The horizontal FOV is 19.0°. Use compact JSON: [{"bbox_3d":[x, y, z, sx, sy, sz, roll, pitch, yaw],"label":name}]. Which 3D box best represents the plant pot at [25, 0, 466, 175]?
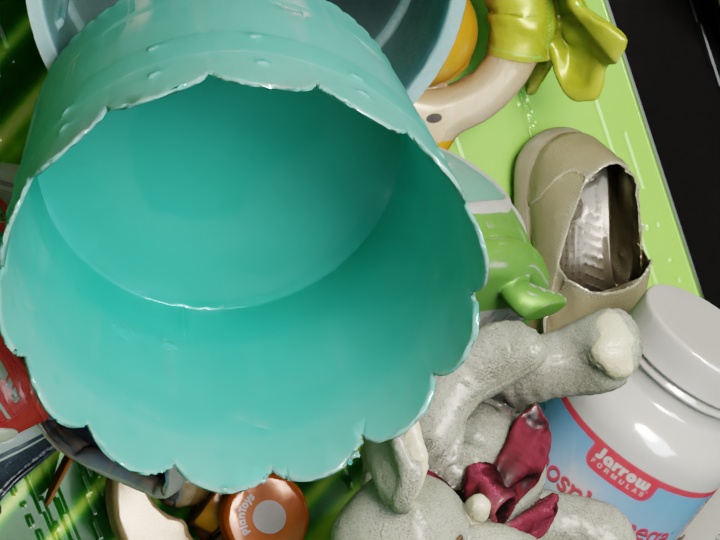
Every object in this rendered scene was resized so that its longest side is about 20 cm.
[{"bbox_3d":[-0.063,-0.177,1.040,0.200,0.196,0.201,-4,120,-7],"label":"plant pot"}]

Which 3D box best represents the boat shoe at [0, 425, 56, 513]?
[{"bbox_3d":[-0.213,0.131,1.095,0.200,0.071,0.091,-30,107,-13],"label":"boat shoe"}]

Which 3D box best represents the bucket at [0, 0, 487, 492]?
[{"bbox_3d":[-0.056,-0.021,0.932,0.207,0.135,0.208,-3,120,-6],"label":"bucket"}]

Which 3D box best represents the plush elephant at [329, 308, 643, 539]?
[{"bbox_3d":[0.046,0.115,1.031,0.199,0.155,0.165,5,121,0],"label":"plush elephant"}]

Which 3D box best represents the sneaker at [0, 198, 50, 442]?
[{"bbox_3d":[-0.180,-0.006,1.029,0.085,0.077,0.200,-8,63,-4],"label":"sneaker"}]

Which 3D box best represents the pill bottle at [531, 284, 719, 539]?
[{"bbox_3d":[0.135,0.109,1.178,0.109,0.109,0.200,23,116,-24],"label":"pill bottle"}]

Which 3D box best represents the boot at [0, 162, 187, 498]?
[{"bbox_3d":[-0.143,0.028,1.059,0.200,0.074,0.096,35,41,12],"label":"boot"}]

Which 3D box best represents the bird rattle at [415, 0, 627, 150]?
[{"bbox_3d":[0.045,-0.154,1.171,0.200,0.113,0.163,42,94,-18],"label":"bird rattle"}]

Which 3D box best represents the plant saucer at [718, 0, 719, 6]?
[{"bbox_3d":[0.272,-0.233,1.231,0.200,0.037,0.200,-53,151,-12],"label":"plant saucer"}]

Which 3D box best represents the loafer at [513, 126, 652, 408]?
[{"bbox_3d":[0.130,0.018,1.234,0.076,0.068,0.201,-12,99,-23],"label":"loafer"}]

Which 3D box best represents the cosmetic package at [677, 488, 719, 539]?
[{"bbox_3d":[0.270,0.165,1.236,0.165,0.200,0.165,45,76,-21],"label":"cosmetic package"}]

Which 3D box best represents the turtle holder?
[{"bbox_3d":[0.002,0.004,1.142,0.185,0.141,0.132,-20,66,-14],"label":"turtle holder"}]

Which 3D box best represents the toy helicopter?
[{"bbox_3d":[-0.097,0.063,1.147,0.132,0.079,0.201,4,82,-15],"label":"toy helicopter"}]
